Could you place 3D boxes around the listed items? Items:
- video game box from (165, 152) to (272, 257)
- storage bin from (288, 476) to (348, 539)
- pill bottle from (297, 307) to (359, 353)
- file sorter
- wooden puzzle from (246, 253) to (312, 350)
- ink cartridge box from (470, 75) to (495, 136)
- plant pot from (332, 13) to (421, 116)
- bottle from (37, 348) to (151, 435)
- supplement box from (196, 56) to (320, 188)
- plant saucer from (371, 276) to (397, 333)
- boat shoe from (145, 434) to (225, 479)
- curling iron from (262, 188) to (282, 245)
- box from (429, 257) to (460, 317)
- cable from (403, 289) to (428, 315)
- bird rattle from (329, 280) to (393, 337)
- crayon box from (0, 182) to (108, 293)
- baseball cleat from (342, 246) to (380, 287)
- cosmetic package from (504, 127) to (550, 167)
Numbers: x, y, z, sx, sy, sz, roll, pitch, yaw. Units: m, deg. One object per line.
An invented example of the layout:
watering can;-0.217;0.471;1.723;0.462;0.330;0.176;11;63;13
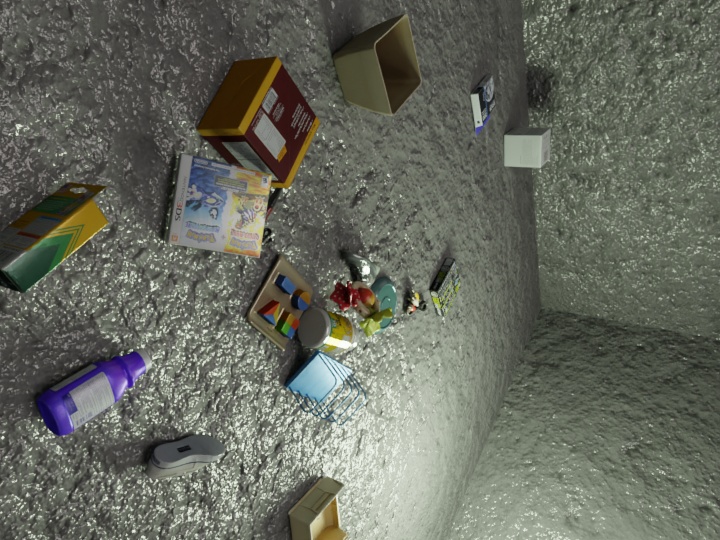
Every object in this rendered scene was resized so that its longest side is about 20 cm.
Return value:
video game box;-0.297;-0.133;1.131;0.196;0.047;0.187;8;92;-27
storage bin;-0.123;0.789;1.663;0.197;0.092;0.205;-29;121;-51
pill bottle;-0.086;0.180;1.559;0.199;0.111;0.116;26;76;-56
file sorter;-0.091;0.345;1.535;0.139;0.123;0.200;-46;142;2
wooden puzzle;-0.200;0.089;1.419;0.186;0.045;0.203;52;54;-49
ink cartridge box;0.563;-0.748;2.431;0.199;0.043;0.203;-53;139;-38
plant pot;0.038;-0.576;1.516;0.201;0.174;0.202;-54;138;-35
bottle;-0.481;0.213;0.985;0.199;0.064;0.085;-37;128;-48
supplement box;-0.221;-0.328;1.207;0.200;0.130;0.201;49;56;-50
plant saucer;0.081;0.125;1.889;0.199;0.027;0.205;-20;114;-54
boat shoe;-0.389;0.423;1.193;0.071;0.071;0.199;-56;154;12
curling iron;-0.221;-0.151;1.342;0.049;0.025;0.204;22;71;-19
box;0.370;0.072;2.318;0.201;0.043;0.162;-56;141;-34
cable;0.225;0.144;2.098;0.199;0.049;0.099;32;71;-54
bird rattle;-0.001;0.099;1.640;0.113;0.199;0.164;-49;-171;26
crayon box;-0.494;-0.058;0.845;0.201;0.123;0.052;-55;139;-35
baseball cleat;0.000;0.000;1.694;0.199;0.069;0.109;25;83;-53
cosmetic package;0.871;-0.644;2.795;0.167;0.196;0.170;-37;128;-47
